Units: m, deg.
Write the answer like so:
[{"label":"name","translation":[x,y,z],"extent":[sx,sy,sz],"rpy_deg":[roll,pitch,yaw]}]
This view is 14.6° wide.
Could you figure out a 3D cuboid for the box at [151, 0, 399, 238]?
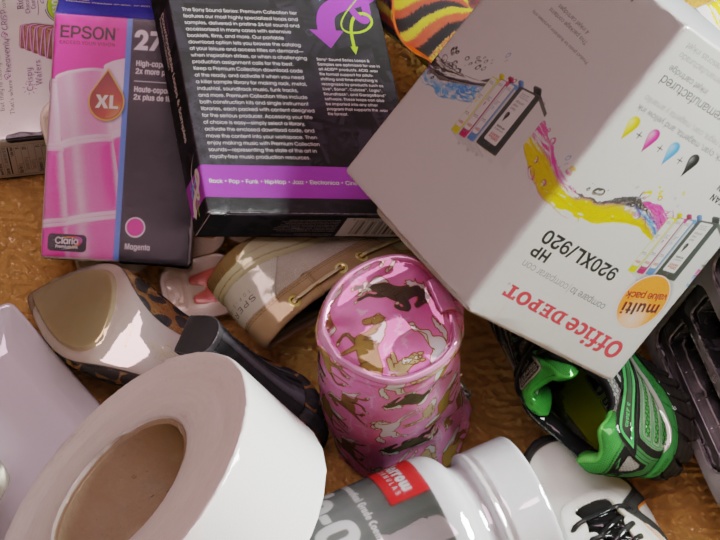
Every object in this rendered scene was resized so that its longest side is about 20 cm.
[{"label":"box","translation":[-0.048,-0.114,1.721],"extent":[0.142,0.036,0.201],"rpy_deg":[1,63,-23]}]

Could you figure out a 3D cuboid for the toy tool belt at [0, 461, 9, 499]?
[{"label":"toy tool belt","translation":[-0.314,0.148,1.674],"extent":[0.200,0.125,0.123],"rpy_deg":[-45,52,1]}]

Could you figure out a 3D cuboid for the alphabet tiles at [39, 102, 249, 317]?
[{"label":"alphabet tiles","translation":[-0.098,-0.072,1.783],"extent":[0.195,0.015,0.201],"rpy_deg":[-14,90,-4]}]

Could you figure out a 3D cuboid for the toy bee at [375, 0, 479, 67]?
[{"label":"toy bee","translation":[0.078,-0.129,1.808],"extent":[0.200,0.131,0.109],"rpy_deg":[28,97,-12]}]

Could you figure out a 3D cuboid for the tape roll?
[{"label":"tape roll","translation":[-0.115,0.145,1.603],"extent":[0.071,0.202,0.203],"rpy_deg":[43,64,-26]}]

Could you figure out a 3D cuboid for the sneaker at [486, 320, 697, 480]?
[{"label":"sneaker","translation":[0.122,0.045,1.717],"extent":[0.085,0.078,0.200],"rpy_deg":[2,40,-47]}]

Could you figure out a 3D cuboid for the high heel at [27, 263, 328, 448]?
[{"label":"high heel","translation":[-0.115,0.063,1.754],"extent":[0.200,0.143,0.072],"rpy_deg":[14,69,45]}]

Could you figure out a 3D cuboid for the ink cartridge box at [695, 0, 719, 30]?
[{"label":"ink cartridge box","translation":[0.226,-0.084,1.778],"extent":[0.199,0.129,0.126],"rpy_deg":[-23,66,-10]}]

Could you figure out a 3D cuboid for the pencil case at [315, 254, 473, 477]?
[{"label":"pencil case","translation":[0.021,0.062,1.662],"extent":[0.083,0.200,0.087],"rpy_deg":[28,73,14]}]

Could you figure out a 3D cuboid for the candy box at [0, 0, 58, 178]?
[{"label":"candy box","translation":[-0.181,-0.137,1.839],"extent":[0.199,0.061,0.137],"rpy_deg":[-6,66,-4]}]

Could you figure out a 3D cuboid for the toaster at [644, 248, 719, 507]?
[{"label":"toaster","translation":[0.273,0.033,1.680],"extent":[0.118,0.181,0.201],"rpy_deg":[-7,62,-29]}]

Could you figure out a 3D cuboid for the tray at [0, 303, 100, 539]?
[{"label":"tray","translation":[-0.199,0.121,1.732],"extent":[0.107,0.022,0.200],"rpy_deg":[-37,69,-16]}]

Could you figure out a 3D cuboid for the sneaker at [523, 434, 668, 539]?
[{"label":"sneaker","translation":[0.162,0.174,1.677],"extent":[0.074,0.080,0.200],"rpy_deg":[-30,66,-12]}]

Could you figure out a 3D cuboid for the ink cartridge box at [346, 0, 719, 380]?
[{"label":"ink cartridge box","translation":[0.127,-0.069,1.614],"extent":[0.200,0.147,0.145],"rpy_deg":[-52,45,11]}]

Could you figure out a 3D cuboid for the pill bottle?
[{"label":"pill bottle","translation":[0.013,0.179,1.653],"extent":[0.199,0.114,0.114],"rpy_deg":[-23,66,-11]}]

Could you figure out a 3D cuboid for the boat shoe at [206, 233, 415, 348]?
[{"label":"boat shoe","translation":[0.000,0.000,1.740],"extent":[0.200,0.074,0.067],"rpy_deg":[-20,68,-31]}]

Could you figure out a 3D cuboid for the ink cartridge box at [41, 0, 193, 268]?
[{"label":"ink cartridge box","translation":[-0.147,-0.104,1.759],"extent":[0.094,0.037,0.201],"rpy_deg":[3,88,-2]}]
